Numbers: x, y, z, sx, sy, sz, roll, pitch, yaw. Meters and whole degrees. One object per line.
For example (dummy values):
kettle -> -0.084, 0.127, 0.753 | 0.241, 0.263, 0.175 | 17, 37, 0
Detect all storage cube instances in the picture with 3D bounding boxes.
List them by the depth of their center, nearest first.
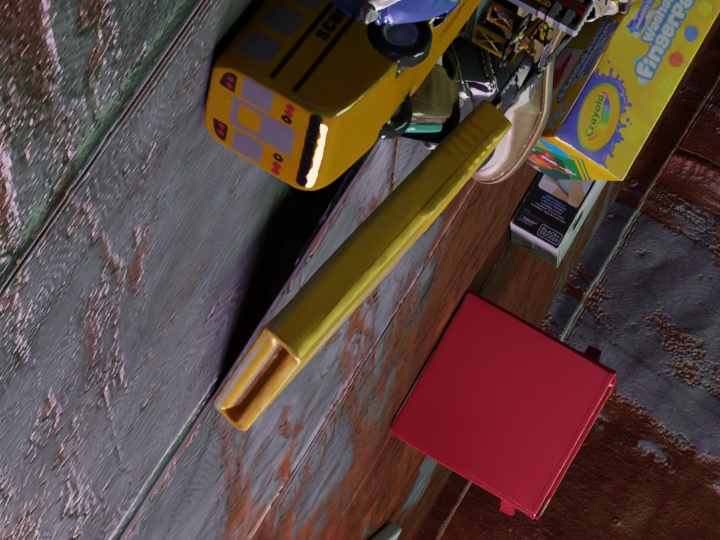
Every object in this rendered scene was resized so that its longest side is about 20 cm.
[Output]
storage cube -> 0.155, 0.144, 2.416 | 0.201, 0.179, 0.171 | -61, 171, -2

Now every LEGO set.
LEGO set -> 0.117, -0.193, 1.320 | 0.154, 0.115, 0.200 | -56, 170, -26

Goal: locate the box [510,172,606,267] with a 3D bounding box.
box -> 0.236, -0.111, 2.444 | 0.201, 0.060, 0.117 | -59, 171, -5

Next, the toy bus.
toy bus -> 0.012, -0.128, 1.065 | 0.200, 0.078, 0.065 | -55, 169, -32

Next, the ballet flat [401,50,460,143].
ballet flat -> 0.028, -0.112, 1.289 | 0.200, 0.067, 0.073 | -7, 107, -79

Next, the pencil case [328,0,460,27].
pencil case -> 0.017, -0.178, 0.933 | 0.200, 0.077, 0.087 | 101, -1, -62

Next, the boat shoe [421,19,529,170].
boat shoe -> 0.064, -0.111, 1.522 | 0.067, 0.072, 0.200 | -20, 168, -11

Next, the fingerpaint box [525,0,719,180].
fingerpaint box -> 0.209, -0.175, 1.862 | 0.201, 0.073, 0.167 | -60, -166, -6

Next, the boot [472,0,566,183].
boot -> 0.097, -0.143, 1.592 | 0.075, 0.074, 0.201 | -23, 142, -44

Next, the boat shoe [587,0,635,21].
boat shoe -> 0.169, -0.226, 1.702 | 0.068, 0.075, 0.200 | -39, 171, -4

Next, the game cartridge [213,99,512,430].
game cartridge -> 0.000, 0.000, 1.363 | 0.200, 0.032, 0.176 | -45, 178, -22

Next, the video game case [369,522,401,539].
video game case -> -0.017, 0.410, 2.803 | 0.183, 0.022, 0.200 | -62, 171, 10
